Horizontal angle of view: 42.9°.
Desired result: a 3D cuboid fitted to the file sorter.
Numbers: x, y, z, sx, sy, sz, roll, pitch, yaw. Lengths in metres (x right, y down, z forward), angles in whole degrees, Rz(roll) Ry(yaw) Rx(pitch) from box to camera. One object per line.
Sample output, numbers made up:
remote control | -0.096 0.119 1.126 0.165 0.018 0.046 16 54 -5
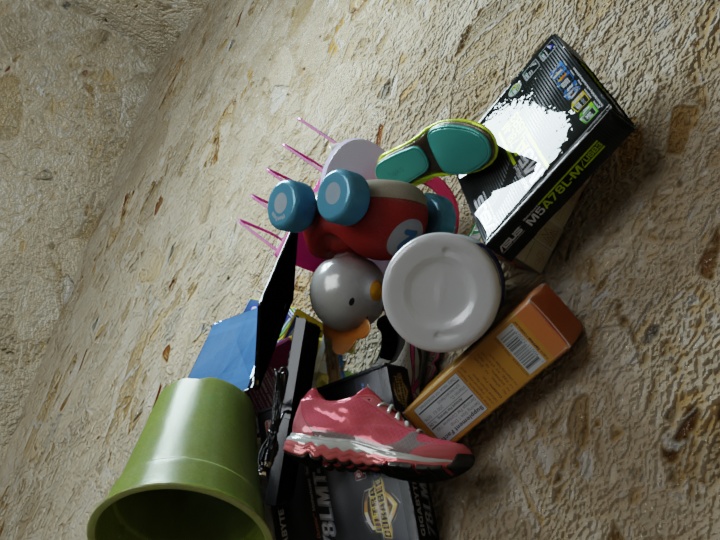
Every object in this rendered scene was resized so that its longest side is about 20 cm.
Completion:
file sorter | -0.083 -0.120 1.458 0.125 0.139 0.201 35 97 28

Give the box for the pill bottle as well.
pill bottle | 0.097 0.019 0.996 0.120 0.119 0.200 -56 -9 8

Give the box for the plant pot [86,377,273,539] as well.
plant pot | -0.189 0.228 1.040 0.200 0.199 0.191 -44 28 31

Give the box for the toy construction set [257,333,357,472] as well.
toy construction set | -0.064 0.187 1.194 0.201 0.091 0.131 -59 -8 -27

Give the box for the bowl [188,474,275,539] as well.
bowl | -0.143 0.320 1.164 0.094 0.201 0.201 -32 31 6

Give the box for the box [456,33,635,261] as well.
box | 0.189 -0.140 1.011 0.193 0.047 0.201 -47 29 24

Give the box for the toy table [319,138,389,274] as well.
toy table | -0.005 -0.091 1.320 0.117 0.182 0.202 -148 55 -69

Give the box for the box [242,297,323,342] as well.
box | -0.129 0.093 1.458 0.199 0.070 0.065 5 66 62

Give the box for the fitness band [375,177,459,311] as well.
fitness band | 0.048 -0.042 1.223 0.143 0.037 0.201 31 91 25

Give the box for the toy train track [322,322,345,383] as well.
toy train track | -0.017 0.154 1.118 0.114 0.032 0.202 -35 52 40

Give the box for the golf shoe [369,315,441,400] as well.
golf shoe | 0.038 0.149 1.081 0.072 0.092 0.202 -29 41 42

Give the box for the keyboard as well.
keyboard | -0.079 0.151 0.987 0.127 0.020 0.202 41 -124 -76

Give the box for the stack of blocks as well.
stack of blocks | 0.204 -0.107 1.072 0.201 0.058 0.115 -63 26 -3

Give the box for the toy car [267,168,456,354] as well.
toy car | 0.000 0.000 1.096 0.176 0.183 0.202 -5 80 46

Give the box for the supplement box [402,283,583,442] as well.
supplement box | 0.136 0.104 0.958 0.200 0.069 0.066 -44 -6 29

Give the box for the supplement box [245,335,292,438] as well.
supplement box | -0.164 0.187 1.281 0.199 0.104 0.131 -26 -4 -45

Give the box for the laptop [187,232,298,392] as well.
laptop | -0.157 0.057 1.155 0.188 0.115 0.202 -74 -7 -54

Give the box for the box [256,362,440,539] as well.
box | -0.019 0.229 1.029 0.197 0.050 0.202 -23 66 30

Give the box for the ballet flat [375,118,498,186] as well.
ballet flat | 0.096 -0.142 1.068 0.067 0.067 0.199 -34 14 -36

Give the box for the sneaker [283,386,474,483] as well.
sneaker | 0.020 0.163 0.939 0.198 0.074 0.088 5 69 14
